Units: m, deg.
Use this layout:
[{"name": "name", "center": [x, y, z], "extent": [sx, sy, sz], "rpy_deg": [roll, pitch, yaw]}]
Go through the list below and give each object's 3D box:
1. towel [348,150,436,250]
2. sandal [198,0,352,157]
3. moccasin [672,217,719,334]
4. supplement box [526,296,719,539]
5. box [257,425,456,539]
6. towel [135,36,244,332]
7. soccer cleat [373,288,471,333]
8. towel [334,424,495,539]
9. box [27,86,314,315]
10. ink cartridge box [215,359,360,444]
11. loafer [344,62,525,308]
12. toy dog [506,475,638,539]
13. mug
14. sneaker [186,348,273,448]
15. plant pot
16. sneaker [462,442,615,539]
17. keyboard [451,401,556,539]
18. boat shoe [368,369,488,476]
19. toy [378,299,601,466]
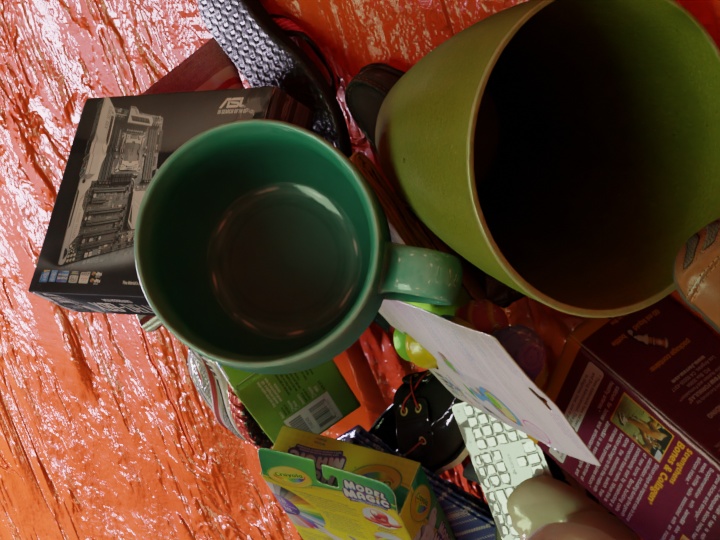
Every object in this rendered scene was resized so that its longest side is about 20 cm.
[{"name": "towel", "center": [-0.015, -0.020, 1.243], "extent": [0.086, 0.018, 0.200], "rpy_deg": [57, 154, -1]}, {"name": "sandal", "center": [-0.053, -0.152, 1.308], "extent": [0.200, 0.045, 0.075], "rpy_deg": [55, 142, 28]}, {"name": "moccasin", "center": [0.269, 0.039, 1.016], "extent": [0.201, 0.074, 0.078], "rpy_deg": [45, 124, -10]}, {"name": "supplement box", "center": [0.217, 0.118, 1.149], "extent": [0.200, 0.086, 0.111], "rpy_deg": [41, 142, 22]}, {"name": "box", "center": [0.001, 0.180, 1.337], "extent": [0.117, 0.049, 0.200], "rpy_deg": [13, 155, 23]}, {"name": "towel", "center": [-0.129, -0.066, 1.336], "extent": [0.144, 0.023, 0.201], "rpy_deg": [-36, 51, 21]}, {"name": "soccer cleat", "center": [0.000, 0.000, 1.340], "extent": [0.200, 0.067, 0.081], "rpy_deg": [31, 151, 31]}, {"name": "towel", "center": [0.048, 0.184, 1.385], "extent": [0.200, 0.024, 0.145], "rpy_deg": [31, 153, -14]}, {"name": "box", "center": [-0.137, -0.047, 1.282], "extent": [0.199, 0.158, 0.050], "rpy_deg": [2, 162, 41]}, {"name": "ink cartridge box", "center": [-0.095, 0.027, 1.382], "extent": [0.200, 0.076, 0.148], "rpy_deg": [53, 175, 29]}, {"name": "loafer", "center": [0.053, -0.059, 1.218], "extent": [0.200, 0.072, 0.073], "rpy_deg": [47, 145, 15]}, {"name": "toy dog", "center": [0.159, 0.241, 1.147], "extent": [0.193, 0.140, 0.200], "rpy_deg": [27, -176, -3]}, {"name": "mug", "center": [-0.044, 0.000, 1.123], "extent": [0.185, 0.152, 0.114], "rpy_deg": [43, 180, 9]}, {"name": "sneaker", "center": [-0.124, 0.063, 1.523], "extent": [0.082, 0.078, 0.201], "rpy_deg": [9, 123, 48]}, {"name": "plant pot", "center": [0.095, -0.076, 1.085], "extent": [0.200, 0.187, 0.188], "rpy_deg": [12, 127, 62]}, {"name": "sneaker", "center": [0.147, 0.201, 1.299], "extent": [0.081, 0.074, 0.201], "rpy_deg": [-28, 87, 35]}, {"name": "keyboard", "center": [0.123, 0.181, 1.259], "extent": [0.056, 0.011, 0.201], "rpy_deg": [-18, 96, 37]}, {"name": "boat shoe", "center": [0.053, 0.110, 1.341], "extent": [0.063, 0.074, 0.201], "rpy_deg": [26, 147, -7]}, {"name": "toy", "center": [0.082, 0.052, 1.154], "extent": [0.115, 0.047, 0.200], "rpy_deg": [48, 165, -22]}]
